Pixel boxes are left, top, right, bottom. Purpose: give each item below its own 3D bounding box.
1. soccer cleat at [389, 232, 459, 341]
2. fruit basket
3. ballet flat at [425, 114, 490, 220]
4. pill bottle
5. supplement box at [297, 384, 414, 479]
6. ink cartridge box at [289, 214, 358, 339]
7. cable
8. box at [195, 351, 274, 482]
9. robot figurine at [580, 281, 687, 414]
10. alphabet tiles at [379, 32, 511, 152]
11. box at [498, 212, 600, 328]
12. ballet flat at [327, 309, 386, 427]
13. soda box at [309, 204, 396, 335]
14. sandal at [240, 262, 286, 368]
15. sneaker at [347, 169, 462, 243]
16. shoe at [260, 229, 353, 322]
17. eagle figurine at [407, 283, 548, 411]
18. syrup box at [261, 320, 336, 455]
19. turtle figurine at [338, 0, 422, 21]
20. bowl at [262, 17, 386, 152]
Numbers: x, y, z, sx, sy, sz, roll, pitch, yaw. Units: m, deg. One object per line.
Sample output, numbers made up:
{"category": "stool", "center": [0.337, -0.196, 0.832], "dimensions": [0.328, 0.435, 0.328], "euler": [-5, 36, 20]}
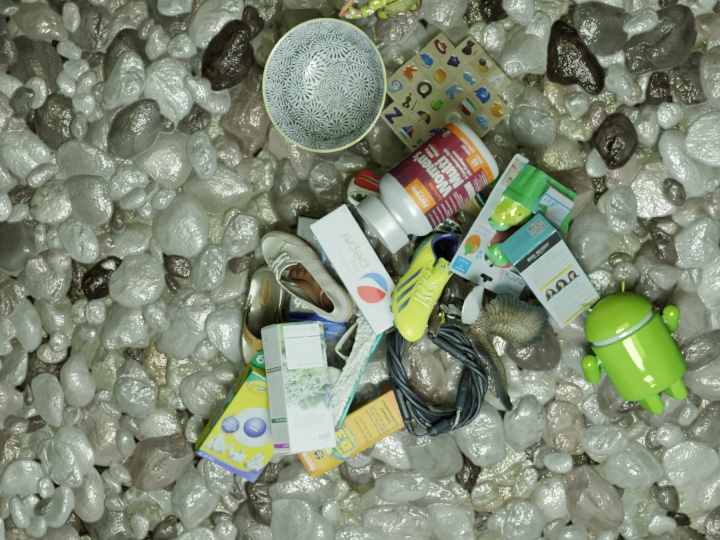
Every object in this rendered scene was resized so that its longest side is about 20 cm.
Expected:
{"category": "soccer cleat", "center": [0.101, 0.018, 1.505], "dimensions": [0.065, 0.201, 0.083], "euler": [42, 136, -24]}
{"category": "fruit basket", "center": [0.242, -0.058, 1.526], "dimensions": [0.185, 0.094, 0.201], "euler": [25, 92, -44]}
{"category": "ballet flat", "center": [0.141, -0.153, 1.575], "dimensions": [0.063, 0.069, 0.201], "euler": [-30, 85, 16]}
{"category": "pill bottle", "center": [0.098, -0.122, 1.475], "dimensions": [0.200, 0.110, 0.110], "euler": [-39, 93, -2]}
{"category": "supplement box", "center": [-0.008, 0.262, 1.630], "dimensions": [0.199, 0.069, 0.067], "euler": [-32, 92, 9]}
{"category": "ink cartridge box", "center": [-0.061, 0.014, 1.618], "dimensions": [0.099, 0.039, 0.202], "euler": [5, 98, 3]}
{"category": "cable", "center": [0.120, 0.158, 1.587], "dimensions": [0.162, 0.051, 0.201], "euler": [-16, 83, -20]}
{"category": "box", "center": [-0.169, 0.238, 1.628], "dimensions": [0.117, 0.048, 0.201], "euler": [30, 100, -19]}
{"category": "robot figurine", "center": [0.429, 0.122, 1.554], "dimensions": [0.175, 0.116, 0.201], "euler": [-32, 93, 1]}
{"category": "alphabet tiles", "center": [0.134, -0.269, 1.550], "dimensions": [0.200, 0.006, 0.167], "euler": [-42, 87, -11]}
{"category": "box", "center": [0.292, 0.004, 1.523], "dimensions": [0.082, 0.049, 0.200], "euler": [-39, 134, 4]}
{"category": "ballet flat", "center": [-0.018, 0.153, 1.601], "dimensions": [0.071, 0.072, 0.201], "euler": [26, 73, 1]}
{"category": "soda box", "center": [0.000, 0.000, 1.553], "dimensions": [0.068, 0.064, 0.201], "euler": [-32, 89, -2]}
{"category": "sandal", "center": [-0.158, 0.090, 1.624], "dimensions": [0.080, 0.054, 0.201], "euler": [5, 102, 4]}
{"category": "sneaker", "center": [0.076, -0.107, 1.578], "dimensions": [0.199, 0.085, 0.077], "euler": [22, 141, -13]}
{"category": "shoe", "center": [-0.091, 0.005, 1.562], "dimensions": [0.200, 0.053, 0.070], "euler": [42, 110, 21]}
{"category": "eagle figurine", "center": [0.198, 0.102, 1.548], "dimensions": [0.199, 0.151, 0.152], "euler": [33, 113, -4]}
{"category": "syrup box", "center": [-0.098, 0.184, 1.563], "dimensions": [0.078, 0.081, 0.201], "euler": [-3, 82, -27]}
{"category": "turtle figurine", "center": [0.065, -0.415, 1.495], "dimensions": [0.199, 0.161, 0.065], "euler": [-31, 94, 7]}
{"category": "bowl", "center": [-0.042, -0.283, 1.545], "dimensions": [0.199, 0.094, 0.202], "euler": [2, 96, 18]}
